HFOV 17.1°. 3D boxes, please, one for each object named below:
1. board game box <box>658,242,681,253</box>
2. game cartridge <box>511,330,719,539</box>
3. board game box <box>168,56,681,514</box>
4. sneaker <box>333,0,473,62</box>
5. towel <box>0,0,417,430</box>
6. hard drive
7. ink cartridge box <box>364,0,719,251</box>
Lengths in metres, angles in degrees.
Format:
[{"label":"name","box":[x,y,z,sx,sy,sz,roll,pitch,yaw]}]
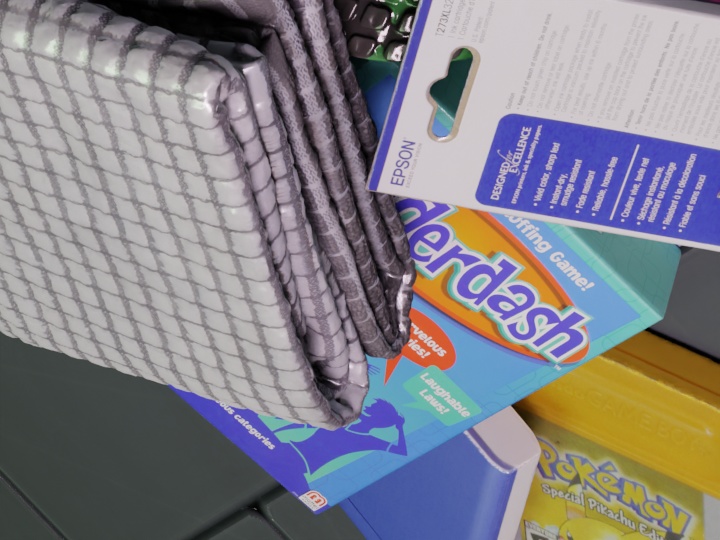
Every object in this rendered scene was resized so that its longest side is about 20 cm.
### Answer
[{"label":"board game box","box":[0.077,-0.101,0.890,0.200,0.037,0.151,46,148,-4]},{"label":"game cartridge","box":[0.119,0.100,1.091,0.176,0.032,0.200,24,145,30]},{"label":"board game box","box":[0.000,0.000,0.936,0.152,0.045,0.200,42,130,-17]},{"label":"sneaker","box":[-0.016,-0.124,0.839,0.200,0.085,0.078,18,105,25]},{"label":"towel","box":[-0.076,-0.044,0.821,0.166,0.086,0.200,17,146,27]},{"label":"hard drive","box":[0.025,0.089,1.149,0.132,0.025,0.200,50,157,22]},{"label":"ink cartridge box","box":[0.108,-0.053,0.795,0.200,0.037,0.095,8,131,-10]}]
